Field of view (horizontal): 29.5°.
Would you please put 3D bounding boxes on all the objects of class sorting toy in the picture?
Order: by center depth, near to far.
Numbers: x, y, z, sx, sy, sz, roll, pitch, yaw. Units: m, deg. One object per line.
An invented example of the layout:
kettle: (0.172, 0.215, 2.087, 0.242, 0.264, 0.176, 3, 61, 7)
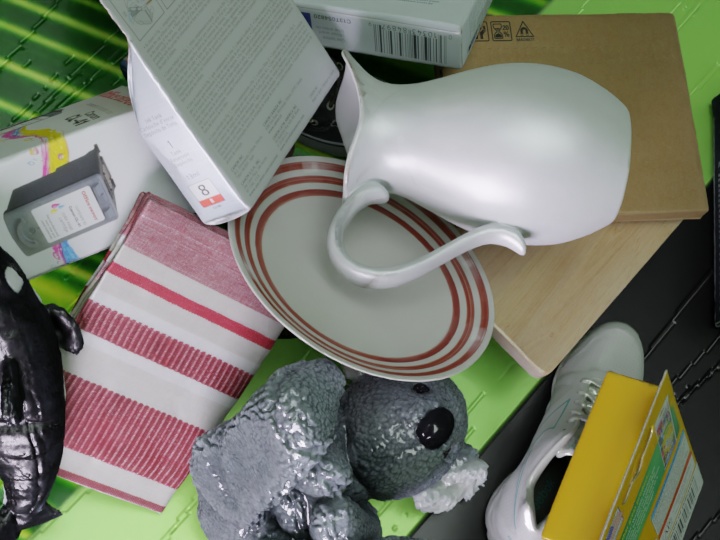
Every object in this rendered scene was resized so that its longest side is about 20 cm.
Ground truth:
sorting toy: (0.122, -0.051, 1.055, 0.199, 0.070, 0.200, 44, 70, 2)

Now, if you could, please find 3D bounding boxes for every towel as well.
towel: (-0.138, 0.059, 0.921, 0.143, 0.023, 0.201, 28, 100, -34)

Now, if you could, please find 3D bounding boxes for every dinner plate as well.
dinner plate: (0.000, 0.000, 0.927, 0.198, 0.024, 0.202, 18, 41, -16)

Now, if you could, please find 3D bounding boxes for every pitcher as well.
pitcher: (0.077, -0.060, 0.925, 0.197, 0.122, 0.174, 6, 66, -2)

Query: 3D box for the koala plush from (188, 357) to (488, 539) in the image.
koala plush: (-0.001, 0.126, 0.950, 0.199, 0.183, 0.179, -34, 96, -38)

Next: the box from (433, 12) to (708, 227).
box: (0.156, -0.115, 1.031, 0.197, 0.021, 0.166, -3, 75, -13)

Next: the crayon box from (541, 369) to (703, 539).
crayon box: (0.183, 0.158, 0.948, 0.051, 0.200, 0.127, 16, 68, 28)

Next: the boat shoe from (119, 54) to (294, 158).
boat shoe: (-0.081, -0.098, 0.992, 0.072, 0.072, 0.200, -44, 104, -9)

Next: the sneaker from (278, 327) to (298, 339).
sneaker: (-0.076, 0.004, 0.995, 0.197, 0.073, 0.086, -4, 69, -17)

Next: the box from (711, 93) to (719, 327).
box: (0.393, -0.053, 1.088, 0.197, 0.124, 0.200, 7, 72, -10)

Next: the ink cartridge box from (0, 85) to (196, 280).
ink cartridge box: (-0.224, -0.053, 0.932, 0.198, 0.147, 0.087, -24, 108, -17)

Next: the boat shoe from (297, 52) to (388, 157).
boat shoe: (-0.045, -0.144, 1.045, 0.197, 0.066, 0.071, 20, 72, -6)

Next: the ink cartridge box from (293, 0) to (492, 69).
ink cartridge box: (0.011, -0.239, 1.045, 0.197, 0.041, 0.201, 12, 47, 16)

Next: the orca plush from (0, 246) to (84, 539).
orca plush: (-0.226, 0.084, 0.840, 0.104, 0.071, 0.203, 5, 107, -12)

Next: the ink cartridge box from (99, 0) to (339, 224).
ink cartridge box: (-0.108, -0.156, 0.885, 0.201, 0.050, 0.163, 53, 42, -23)

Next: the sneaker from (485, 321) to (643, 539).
sneaker: (0.165, 0.123, 1.013, 0.070, 0.080, 0.202, 31, 70, 0)
